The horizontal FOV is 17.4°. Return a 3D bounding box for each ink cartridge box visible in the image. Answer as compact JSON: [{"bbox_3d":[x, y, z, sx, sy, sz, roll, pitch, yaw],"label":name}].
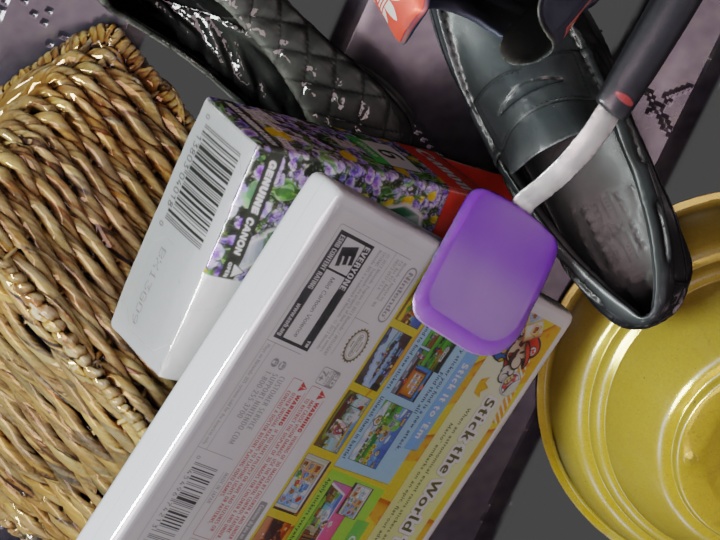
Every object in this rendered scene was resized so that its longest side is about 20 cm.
[{"bbox_3d":[0.000,0.000,1.025,0.199,0.050,0.109,11,111,-40],"label":"ink cartridge box"}]

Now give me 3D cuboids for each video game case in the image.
[{"bbox_3d":[-0.015,0.073,1.008,0.182,0.023,0.201,27,98,-49],"label":"video game case"}]

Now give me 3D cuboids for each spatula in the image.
[{"bbox_3d":[0.093,-0.054,0.983,0.056,0.021,0.200,33,94,-29],"label":"spatula"}]

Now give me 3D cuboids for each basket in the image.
[{"bbox_3d":[-0.129,0.019,1.075,0.142,0.149,0.200,-24,112,42],"label":"basket"}]

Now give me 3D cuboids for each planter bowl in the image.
[{"bbox_3d":[0.184,0.069,1.090,0.199,0.084,0.202,-1,109,-1],"label":"planter bowl"}]

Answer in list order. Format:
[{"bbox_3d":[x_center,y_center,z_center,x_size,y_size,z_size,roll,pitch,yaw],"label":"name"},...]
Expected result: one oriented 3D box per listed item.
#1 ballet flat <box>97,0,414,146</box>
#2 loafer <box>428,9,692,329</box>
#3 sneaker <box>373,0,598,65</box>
[{"bbox_3d":[-0.059,-0.097,1.030,0.200,0.066,0.057,35,64,-15],"label":"ballet flat"},{"bbox_3d":[0.087,-0.066,1.033,0.068,0.070,0.201,-28,94,10],"label":"loafer"},{"bbox_3d":[0.091,-0.130,0.990,0.199,0.075,0.085,-7,68,-17],"label":"sneaker"}]
